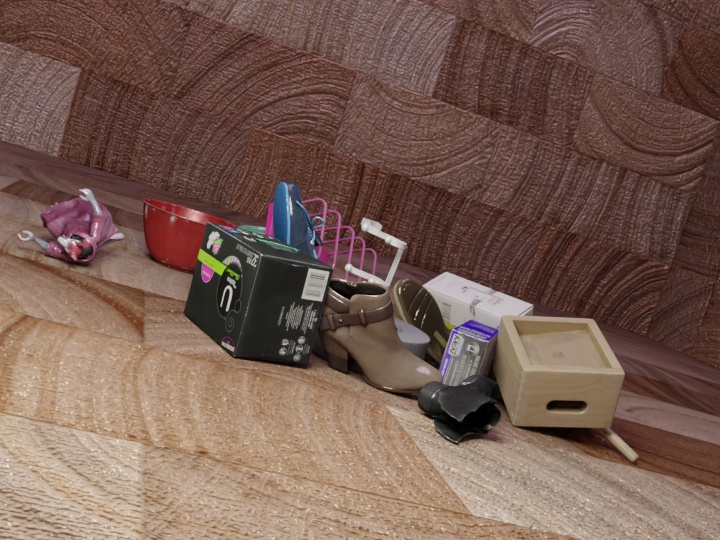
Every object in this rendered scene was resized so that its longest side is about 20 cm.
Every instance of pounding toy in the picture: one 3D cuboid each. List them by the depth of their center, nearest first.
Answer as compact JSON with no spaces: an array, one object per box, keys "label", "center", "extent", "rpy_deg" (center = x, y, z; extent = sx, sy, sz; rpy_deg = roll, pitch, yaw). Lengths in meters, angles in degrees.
[{"label":"pounding toy","center":[0.321,0.180,1.346],"extent":[0.197,0.144,0.185],"rpy_deg":[3,28,-6]}]

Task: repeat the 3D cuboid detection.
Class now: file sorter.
[{"label":"file sorter","center":[-0.070,-0.021,1.563],"extent":[0.124,0.141,0.200],"rpy_deg":[-8,-30,28]}]

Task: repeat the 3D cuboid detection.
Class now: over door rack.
[{"label":"over door rack","center":[0.000,0.000,1.371],"extent":[0.066,0.149,0.200],"rpy_deg":[20,7,-16]}]

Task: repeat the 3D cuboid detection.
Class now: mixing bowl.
[{"label":"mixing bowl","center":[-0.345,-0.060,1.714],"extent":[0.198,0.110,0.200],"rpy_deg":[17,7,-2]}]

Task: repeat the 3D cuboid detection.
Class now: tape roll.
[{"label":"tape roll","center":[0.010,0.111,1.404],"extent":[0.198,0.067,0.200],"rpy_deg":[18,8,-2]}]

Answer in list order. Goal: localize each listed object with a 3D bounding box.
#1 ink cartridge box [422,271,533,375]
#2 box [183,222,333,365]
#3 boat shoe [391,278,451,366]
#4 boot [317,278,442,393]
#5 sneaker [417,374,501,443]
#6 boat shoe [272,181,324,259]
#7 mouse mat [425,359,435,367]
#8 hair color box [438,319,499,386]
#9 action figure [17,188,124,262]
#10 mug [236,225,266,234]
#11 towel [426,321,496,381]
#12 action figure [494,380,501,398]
[{"label":"ink cartridge box","center":[0.210,0.109,1.590],"extent":[0.199,0.148,0.082],"rpy_deg":[22,35,37]},{"label":"box","center":[-0.152,0.030,1.260],"extent":[0.123,0.150,0.199],"rpy_deg":[11,8,-35]},{"label":"boat shoe","center":[0.108,0.102,1.529],"extent":[0.201,0.072,0.076],"rpy_deg":[57,-28,-15]},{"label":"boot","center":[0.027,0.090,1.240],"extent":[0.197,0.148,0.070],"rpy_deg":[10,33,9]},{"label":"sneaker","center":[0.155,0.190,1.190],"extent":[0.104,0.061,0.198],"rpy_deg":[22,12,42]},{"label":"boat shoe","center":[-0.094,-0.039,1.369],"extent":[0.068,0.203,0.084],"rpy_deg":[-7,4,-25]},{"label":"mouse mat","center":[0.038,0.134,1.593],"extent":[0.159,0.008,0.200],"rpy_deg":[16,7,-19]},{"label":"hair color box","center":[0.173,0.145,1.391],"extent":[0.064,0.111,0.200],"rpy_deg":[18,5,12]},{"label":"action figure","center":[-0.476,-0.050,1.455],"extent":[0.150,0.133,0.200],"rpy_deg":[64,-6,-31]},{"label":"mug","center":[-0.197,-0.022,1.612],"extent":[0.150,0.116,0.185],"rpy_deg":[6,-4,14]},{"label":"towel","center":[0.180,0.145,1.562],"extent":[0.199,0.087,0.018],"rpy_deg":[20,33,39]},{"label":"action figure","center":[0.301,0.211,1.446],"extent":[0.197,0.055,0.118],"rpy_deg":[11,7,-1]}]
